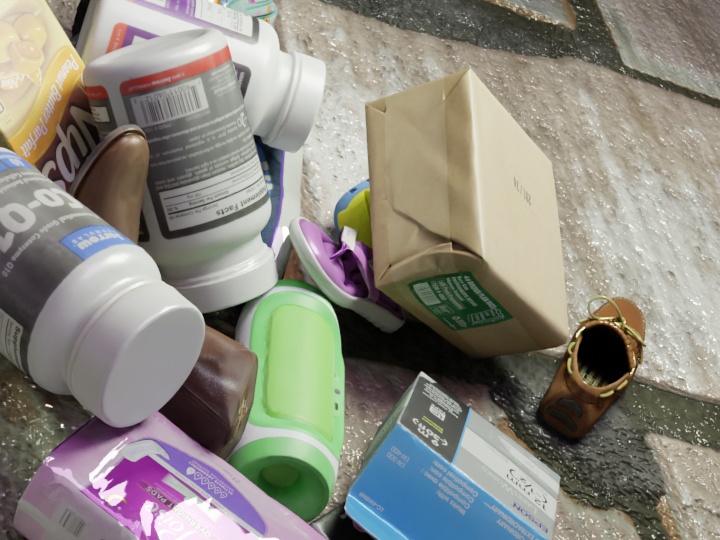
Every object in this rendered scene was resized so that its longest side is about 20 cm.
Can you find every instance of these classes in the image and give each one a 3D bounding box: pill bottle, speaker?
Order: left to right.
[{"bbox_3d":[-0.206,0.011,1.087,0.199,0.115,0.113,34,32,25],"label":"pill bottle"},{"bbox_3d":[-0.134,-0.076,1.247,0.115,0.202,0.116,-13,16,4],"label":"pill bottle"},{"bbox_3d":[-0.134,-0.167,1.346,0.198,0.112,0.112,18,36,-16],"label":"pill bottle"},{"bbox_3d":[-0.057,0.096,1.220,0.088,0.089,0.201,21,35,-15],"label":"speaker"}]

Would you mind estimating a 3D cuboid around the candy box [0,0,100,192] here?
[{"bbox_3d":[-0.250,-0.112,1.250,0.201,0.055,0.116,59,39,-21],"label":"candy box"}]

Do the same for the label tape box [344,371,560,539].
[{"bbox_3d":[0.072,0.166,1.193,0.143,0.066,0.200,38,14,0],"label":"label tape box"}]

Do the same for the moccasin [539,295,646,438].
[{"bbox_3d":[0.221,0.074,1.475,0.073,0.078,0.201,39,34,11],"label":"moccasin"}]

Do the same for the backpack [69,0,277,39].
[{"bbox_3d":[-0.155,-0.233,1.522,0.166,0.128,0.200,31,26,15],"label":"backpack"}]

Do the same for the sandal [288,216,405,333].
[{"bbox_3d":[-0.004,-0.006,1.344,0.083,0.050,0.202,59,9,24],"label":"sandal"}]

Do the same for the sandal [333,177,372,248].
[{"bbox_3d":[0.046,-0.067,1.537,0.199,0.080,0.087,-17,21,-41],"label":"sandal"}]

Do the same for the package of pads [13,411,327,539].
[{"bbox_3d":[-0.119,0.181,1.068,0.199,0.076,0.120,36,32,7],"label":"package of pads"}]

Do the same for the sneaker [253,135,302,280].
[{"bbox_3d":[-0.128,-0.059,1.383,0.145,0.081,0.201,12,43,-8],"label":"sneaker"}]

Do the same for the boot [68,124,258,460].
[{"bbox_3d":[-0.133,0.020,1.139,0.199,0.188,0.064,34,25,32],"label":"boot"}]

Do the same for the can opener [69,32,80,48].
[{"bbox_3d":[-0.261,-0.120,1.357,0.063,0.079,0.202,24,41,-33],"label":"can opener"}]

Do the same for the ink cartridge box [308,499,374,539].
[{"bbox_3d":[0.052,0.243,1.165,0.200,0.037,0.094,45,35,16],"label":"ink cartridge box"}]

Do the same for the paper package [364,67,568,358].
[{"bbox_3d":[0.095,-0.042,1.387,0.200,0.102,0.193,39,42,-54],"label":"paper package"}]
